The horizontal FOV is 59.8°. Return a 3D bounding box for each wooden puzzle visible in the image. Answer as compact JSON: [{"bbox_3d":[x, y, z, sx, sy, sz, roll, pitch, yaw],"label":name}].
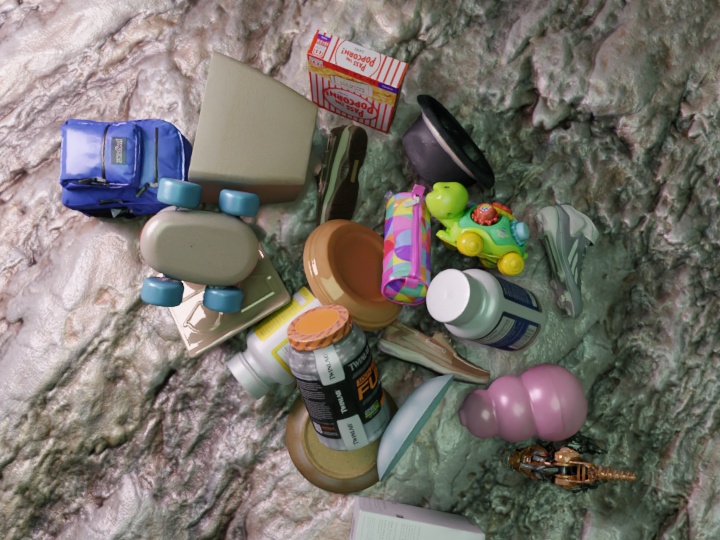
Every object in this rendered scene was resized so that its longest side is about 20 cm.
[{"bbox_3d":[-0.231,0.031,1.048,0.185,0.046,0.200,-30,59,-6],"label":"wooden puzzle"}]

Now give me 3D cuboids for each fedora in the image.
[{"bbox_3d":[0.139,-0.200,1.072,0.092,0.201,0.201,-39,85,23],"label":"fedora"}]

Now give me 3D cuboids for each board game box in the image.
[{"bbox_3d":[-0.008,-0.308,1.043,0.151,0.200,0.046,21,83,1],"label":"board game box"}]

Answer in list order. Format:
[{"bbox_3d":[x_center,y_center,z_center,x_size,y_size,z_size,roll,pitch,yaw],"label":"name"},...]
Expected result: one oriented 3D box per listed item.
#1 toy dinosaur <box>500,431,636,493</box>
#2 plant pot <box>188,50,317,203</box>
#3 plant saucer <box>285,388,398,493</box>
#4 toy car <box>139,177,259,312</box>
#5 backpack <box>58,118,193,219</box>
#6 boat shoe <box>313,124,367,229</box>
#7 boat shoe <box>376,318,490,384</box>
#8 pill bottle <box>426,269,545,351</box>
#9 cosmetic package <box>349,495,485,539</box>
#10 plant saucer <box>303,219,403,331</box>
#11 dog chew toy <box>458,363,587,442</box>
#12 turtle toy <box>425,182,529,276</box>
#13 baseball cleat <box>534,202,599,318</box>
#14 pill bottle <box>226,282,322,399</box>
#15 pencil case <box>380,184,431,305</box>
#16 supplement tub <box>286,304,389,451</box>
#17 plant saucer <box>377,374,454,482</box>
[{"bbox_3d":[0.330,0.319,1.000,0.200,0.136,0.102,25,99,42],"label":"toy dinosaur"},{"bbox_3d":[-0.174,-0.211,1.036,0.177,0.200,0.201,10,82,-12],"label":"plant pot"},{"bbox_3d":[-0.027,0.273,1.047,0.200,0.035,0.201,0,83,-2],"label":"plant saucer"},{"bbox_3d":[-0.267,-0.051,1.004,0.176,0.200,0.185,7,99,-26],"label":"toy car"},{"bbox_3d":[-0.379,-0.167,1.029,0.199,0.168,0.163,0,89,-6],"label":"backpack"},{"bbox_3d":[-0.046,-0.154,1.096,0.075,0.075,0.203,16,89,35],"label":"boat shoe"},{"bbox_3d":[0.129,0.136,1.053,0.200,0.076,0.072,21,79,-2],"label":"boat shoe"},{"bbox_3d":[0.198,0.061,0.997,0.200,0.111,0.111,19,79,-42],"label":"pill bottle"},{"bbox_3d":[0.086,0.425,0.994,0.199,0.113,0.081,10,82,-2],"label":"cosmetic package"},{"bbox_3d":[0.000,0.000,1.023,0.200,0.037,0.201,21,52,-29],"label":"plant saucer"},{"bbox_3d":[0.261,0.224,1.025,0.199,0.125,0.125,-10,83,2],"label":"dog chew toy"},{"bbox_3d":[0.193,-0.071,1.030,0.200,0.146,0.101,26,94,-10],"label":"turtle toy"},{"bbox_3d":[0.373,-0.022,1.085,0.106,0.070,0.201,-14,84,-4],"label":"baseball cleat"},{"bbox_3d":[-0.116,0.116,1.026,0.200,0.111,0.111,-39,86,-7],"label":"pill bottle"},{"bbox_3d":[0.077,-0.042,1.031,0.088,0.088,0.200,5,56,-2],"label":"pencil case"},{"bbox_3d":[-0.035,0.160,0.944,0.122,0.123,0.200,-20,116,-5],"label":"supplement tub"},{"bbox_3d":[0.076,0.235,0.979,0.039,0.201,0.201,34,82,15],"label":"plant saucer"}]
